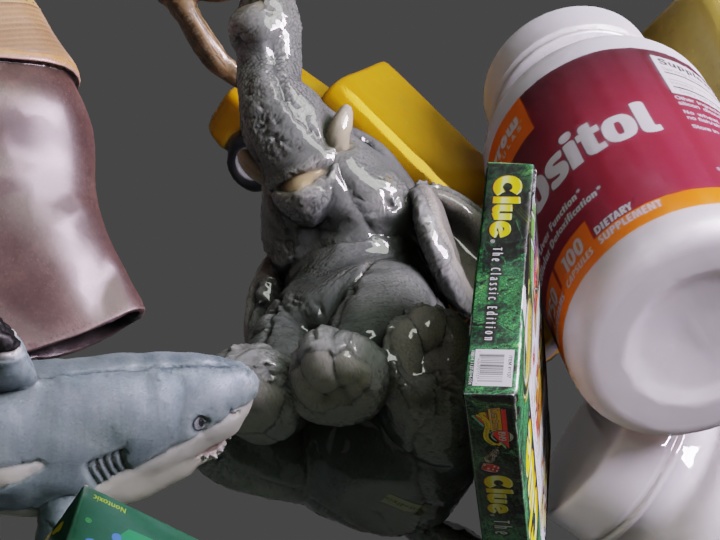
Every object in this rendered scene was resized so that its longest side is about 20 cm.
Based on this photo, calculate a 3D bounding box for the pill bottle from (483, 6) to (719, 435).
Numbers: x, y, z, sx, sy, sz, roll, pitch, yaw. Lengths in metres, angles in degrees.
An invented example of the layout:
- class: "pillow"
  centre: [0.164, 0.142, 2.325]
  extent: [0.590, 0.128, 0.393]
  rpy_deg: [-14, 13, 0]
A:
- class: "pill bottle"
  centre: [0.118, -0.031, 0.923]
  extent: [0.112, 0.113, 0.201]
  rpy_deg: [19, 29, -26]

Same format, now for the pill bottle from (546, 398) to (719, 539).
- class: "pill bottle"
  centre: [0.184, 0.126, 0.949]
  extent: [0.199, 0.111, 0.111]
  rpy_deg: [32, 33, -8]

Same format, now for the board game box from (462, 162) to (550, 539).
- class: "board game box"
  centre: [0.061, 0.060, 0.839]
  extent: [0.023, 0.201, 0.105]
  rpy_deg: [4, 56, 10]

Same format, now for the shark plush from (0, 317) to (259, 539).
- class: "shark plush"
  centre: [-0.141, 0.039, 0.772]
  extent: [0.199, 0.083, 0.091]
  rpy_deg: [23, 39, -19]

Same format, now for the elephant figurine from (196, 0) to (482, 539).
- class: "elephant figurine"
  centre: [0.000, 0.000, 0.900]
  extent: [0.140, 0.156, 0.201]
  rpy_deg: [8, 48, -7]

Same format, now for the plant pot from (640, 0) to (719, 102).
- class: "plant pot"
  centre: [0.215, 0.000, 1.073]
  extent: [0.194, 0.194, 0.201]
  rpy_deg: [6, 53, -38]

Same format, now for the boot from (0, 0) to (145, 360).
- class: "boot"
  centre: [-0.196, -0.032, 0.821]
  extent: [0.199, 0.072, 0.167]
  rpy_deg: [-14, 75, -22]

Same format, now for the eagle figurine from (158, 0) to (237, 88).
- class: "eagle figurine"
  centre: [-0.103, -0.196, 1.051]
  extent: [0.150, 0.153, 0.201]
  rpy_deg: [-3, 31, 6]

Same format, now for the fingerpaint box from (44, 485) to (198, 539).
- class: "fingerpaint box"
  centre: [-0.035, 0.188, 0.701]
  extent: [0.199, 0.073, 0.167]
  rpy_deg: [28, 35, -14]

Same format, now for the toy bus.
- class: "toy bus"
  centre: [0.022, -0.030, 1.017]
  extent: [0.200, 0.078, 0.065]
  rpy_deg: [45, 34, 11]
